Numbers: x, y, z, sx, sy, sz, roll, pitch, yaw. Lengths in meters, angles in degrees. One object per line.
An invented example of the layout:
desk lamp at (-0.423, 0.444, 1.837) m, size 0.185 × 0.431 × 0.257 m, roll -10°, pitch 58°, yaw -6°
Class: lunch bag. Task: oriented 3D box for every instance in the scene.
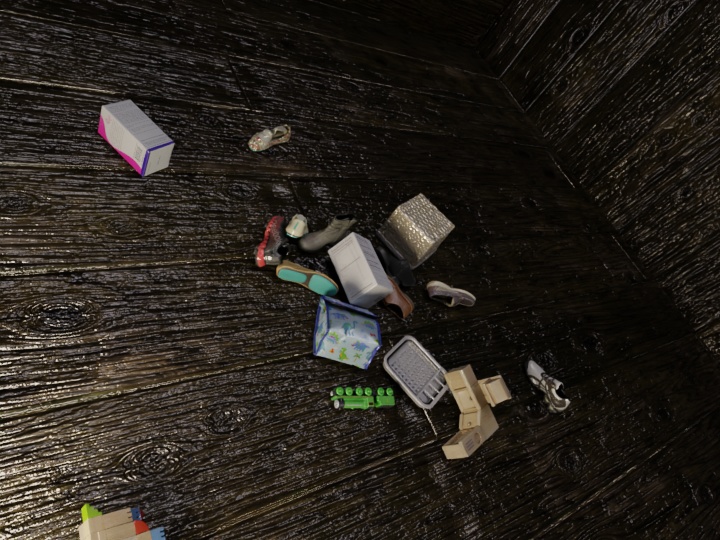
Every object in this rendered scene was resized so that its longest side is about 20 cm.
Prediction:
lunch bag at (-0.039, 0.160, 1.460) m, size 0.169 × 0.128 × 0.201 m, roll 21°, pitch 29°, yaw -16°

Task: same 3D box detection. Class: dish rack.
dish rack at (0.164, 0.307, 1.528) m, size 0.200 × 0.044 × 0.171 m, roll 47°, pitch 43°, yaw 8°

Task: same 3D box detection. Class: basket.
basket at (0.201, -0.147, 1.859) m, size 0.200 × 0.161 × 0.198 m, roll 45°, pitch 43°, yaw 10°

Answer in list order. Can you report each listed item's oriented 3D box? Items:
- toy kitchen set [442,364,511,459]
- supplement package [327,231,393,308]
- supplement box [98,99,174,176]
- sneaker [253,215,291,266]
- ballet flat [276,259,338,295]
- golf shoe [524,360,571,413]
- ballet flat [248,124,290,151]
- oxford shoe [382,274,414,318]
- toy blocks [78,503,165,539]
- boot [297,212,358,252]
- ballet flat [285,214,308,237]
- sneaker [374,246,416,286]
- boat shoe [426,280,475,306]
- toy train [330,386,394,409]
toy kitchen set at (0.310, 0.387, 1.436) m, size 0.180 × 0.163 × 0.201 m, roll -21°, pitch 84°, yaw -44°
supplement package at (0.000, 0.000, 1.600) m, size 0.109 × 0.113 × 0.201 m, roll 22°, pitch 38°, yaw -56°
supplement box at (-0.661, -0.392, 1.501) m, size 0.200 × 0.101 × 0.103 m, roll 43°, pitch 42°, yaw 4°
sneaker at (-0.250, -0.089, 1.537) m, size 0.097 × 0.071 × 0.201 m, roll 6°, pitch 47°, yaw 6°
ballet flat at (-0.156, 0.015, 1.538) m, size 0.199 × 0.069 × 0.063 m, roll 22°, pitch 31°, yaw -20°
golf shoe at (0.654, 0.388, 1.768) m, size 0.077 × 0.095 × 0.201 m, roll -11°, pitch 60°, yaw -39°
ballet flat at (-0.327, -0.490, 1.850) m, size 0.076 × 0.064 × 0.200 m, roll 45°, pitch 43°, yaw 5°
oxford shoe at (0.087, 0.075, 1.655) m, size 0.200 × 0.071 × 0.071 m, roll 43°, pitch 47°, yaw 3°
toy blocks at (-0.416, 0.512, 0.918) m, size 0.136 × 0.100 × 0.201 m, roll 4°, pitch 52°, yaw -47°
boot at (-0.104, -0.133, 1.650) m, size 0.199 × 0.131 × 0.068 m, roll -19°, pitch 66°, yaw -43°
ballet flat at (-0.190, -0.141, 1.571) m, size 0.069 × 0.070 × 0.200 m, roll 30°, pitch 6°, yaw -10°
sneaker at (0.118, -0.016, 1.711) m, size 0.104 × 0.060 × 0.201 m, roll -39°, pitch 121°, yaw -26°
boat shoe at (0.320, 0.097, 1.804) m, size 0.199 × 0.072 × 0.065 m, roll 21°, pitch 57°, yaw -23°
toy train at (0.008, 0.349, 1.386) m, size 0.199 × 0.042 × 0.057 m, roll 8°, pitch 61°, yaw -30°
